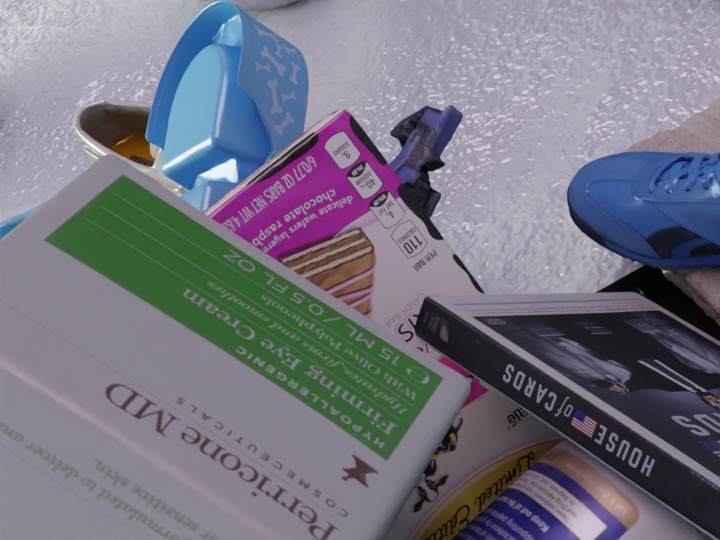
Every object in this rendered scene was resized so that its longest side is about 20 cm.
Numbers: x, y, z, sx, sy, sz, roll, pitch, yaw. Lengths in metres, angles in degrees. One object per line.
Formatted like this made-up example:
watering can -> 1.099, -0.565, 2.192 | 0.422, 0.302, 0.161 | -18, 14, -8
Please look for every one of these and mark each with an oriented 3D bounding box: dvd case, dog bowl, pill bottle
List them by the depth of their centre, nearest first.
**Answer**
pill bottle -> 0.058, 0.175, 0.858 | 0.200, 0.116, 0.116 | -40, 42, -11
dvd case -> 0.141, 0.061, 0.886 | 0.200, 0.150, 0.025 | 33, 113, 42
dog bowl -> -0.076, -0.044, 1.073 | 0.111, 0.049, 0.201 | -23, 55, 56

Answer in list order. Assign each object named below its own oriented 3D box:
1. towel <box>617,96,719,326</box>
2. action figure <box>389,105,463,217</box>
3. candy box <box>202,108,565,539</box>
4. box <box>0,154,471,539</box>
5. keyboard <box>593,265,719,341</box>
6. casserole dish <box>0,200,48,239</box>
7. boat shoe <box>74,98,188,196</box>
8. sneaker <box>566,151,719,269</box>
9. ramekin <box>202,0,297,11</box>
towel -> 0.212, -0.028, 1.016 | 0.132, 0.035, 0.200 | -29, 40, -10
action figure -> 0.000, 0.000, 1.082 | 0.193, 0.105, 0.200 | 38, 96, 42
candy box -> -0.003, 0.042, 0.967 | 0.136, 0.200, 0.061 | -39, 7, -7
box -> -0.098, 0.100, 0.855 | 0.199, 0.200, 0.171 | 32, 34, 5
keyboard -> 0.166, 0.065, 0.975 | 0.127, 0.021, 0.200 | -28, 40, -6
casserole dish -> -0.190, 0.030, 1.051 | 0.121, 0.039, 0.200 | -10, 31, 33
boat shoe -> -0.102, -0.070, 1.231 | 0.200, 0.070, 0.071 | 17, 60, 41
sneaker -> 0.182, -0.038, 0.956 | 0.200, 0.079, 0.066 | 17, 56, 38
ramekin -> -0.063, -0.266, 1.383 | 0.202, 0.094, 0.203 | -17, 42, 16
